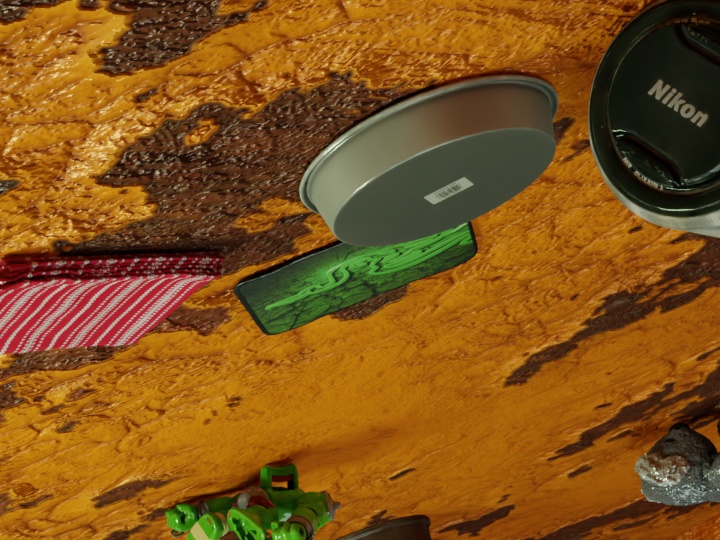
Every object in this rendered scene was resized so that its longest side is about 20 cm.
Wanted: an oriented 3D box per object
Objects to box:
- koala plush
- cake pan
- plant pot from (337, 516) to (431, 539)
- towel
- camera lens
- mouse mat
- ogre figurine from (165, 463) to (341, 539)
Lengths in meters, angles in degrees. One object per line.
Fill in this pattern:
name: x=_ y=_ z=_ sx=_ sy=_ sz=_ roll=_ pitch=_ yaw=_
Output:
koala plush: x=0.481 y=0.275 z=2.572 sx=0.199 sy=0.185 sz=0.177 roll=-10 pitch=162 yaw=6
cake pan: x=0.055 y=-0.073 z=1.323 sx=0.199 sy=0.037 sz=0.200 roll=-19 pitch=162 yaw=-7
plant pot: x=0.038 y=0.473 z=2.575 sx=0.199 sy=0.199 sz=0.200 roll=-18 pitch=161 yaw=-7
towel: x=-0.211 y=0.029 z=1.350 sx=0.199 sy=0.023 sz=0.144 roll=-3 pitch=155 yaw=-43
camera lens: x=0.263 y=-0.101 z=1.270 sx=0.160 sy=0.161 sz=0.199 roll=-32 pitch=159 yaw=30
mouse mat: x=0.000 y=0.000 z=1.518 sx=0.199 sy=0.008 sz=0.161 roll=-22 pitch=161 yaw=1
ogre figurine: x=-0.106 y=0.266 z=1.998 sx=0.119 sy=0.099 sz=0.200 roll=-17 pitch=172 yaw=-43
